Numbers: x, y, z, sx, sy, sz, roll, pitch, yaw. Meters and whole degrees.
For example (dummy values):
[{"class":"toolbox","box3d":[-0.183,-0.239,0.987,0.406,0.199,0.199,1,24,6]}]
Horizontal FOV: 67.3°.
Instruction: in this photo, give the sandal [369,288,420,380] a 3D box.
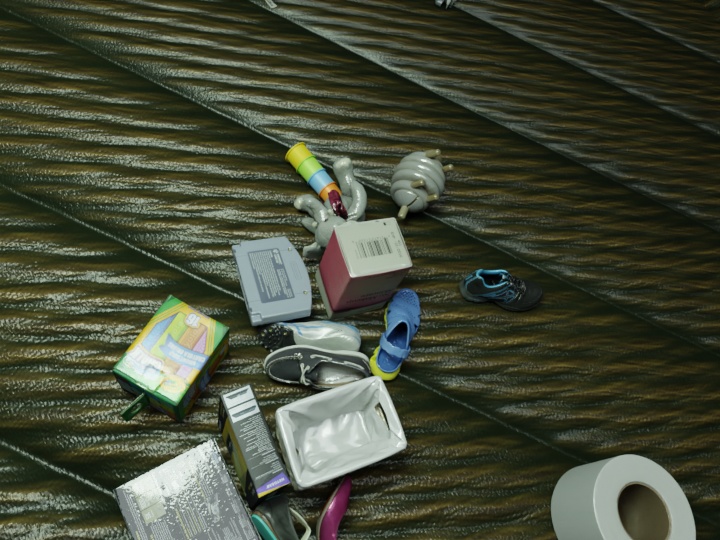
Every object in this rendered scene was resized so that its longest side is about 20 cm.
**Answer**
[{"class":"sandal","box3d":[0.081,0.119,1.087,0.079,0.087,0.201,19,58,-3]}]

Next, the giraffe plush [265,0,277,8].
[{"class":"giraffe plush","box3d":[-0.289,-0.827,1.435,0.200,0.162,0.173,35,59,5]}]

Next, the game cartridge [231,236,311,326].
[{"class":"game cartridge","box3d":[-0.171,0.017,1.074,0.133,0.042,0.201,-6,50,-23]}]

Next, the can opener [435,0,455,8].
[{"class":"can opener","box3d":[0.298,-0.894,1.701,0.066,0.053,0.200,30,59,2]}]

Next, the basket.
[{"class":"basket","box3d":[-0.043,0.287,0.941,0.199,0.123,0.136,-13,67,-22]}]

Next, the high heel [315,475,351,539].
[{"class":"high heel","box3d":[-0.035,0.450,0.892,0.096,0.067,0.201,25,71,3]}]

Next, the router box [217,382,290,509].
[{"class":"router box","box3d":[-0.175,0.285,0.860,0.052,0.200,0.158,-19,69,-24]}]

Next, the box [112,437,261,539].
[{"class":"box","box3d":[-0.263,0.396,0.842,0.163,0.086,0.200,-24,71,-26]}]

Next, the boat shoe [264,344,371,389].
[{"class":"boat shoe","box3d":[-0.079,0.186,0.998,0.199,0.074,0.060,6,19,-6]}]

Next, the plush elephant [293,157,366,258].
[{"class":"plush elephant","box3d":[-0.060,-0.106,1.116,0.201,0.164,0.155,58,23,-3]}]

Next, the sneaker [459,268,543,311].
[{"class":"sneaker","box3d":[0.324,0.040,1.199,0.199,0.082,0.074,5,60,-15]}]

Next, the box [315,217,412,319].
[{"class":"box","box3d":[0.000,0.000,1.059,0.127,0.200,0.109,-11,67,-20]}]

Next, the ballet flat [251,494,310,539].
[{"class":"ballet flat","box3d":[-0.092,0.431,0.818,0.068,0.068,0.201,-29,98,-40]}]

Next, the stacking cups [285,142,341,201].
[{"class":"stacking cups","box3d":[-0.088,-0.199,1.220,0.060,0.061,0.200,-33,76,-28]}]

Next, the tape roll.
[{"class":"tape roll","box3d":[0.475,0.452,0.991,0.202,0.139,0.204,7,62,-13]}]

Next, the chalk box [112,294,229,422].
[{"class":"chalk box","box3d":[-0.328,0.170,0.923,0.124,0.125,0.200,28,60,1]}]

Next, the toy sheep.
[{"class":"toy sheep","box3d":[0.133,-0.201,1.245,0.138,0.138,0.200,31,65,2]}]

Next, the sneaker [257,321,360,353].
[{"class":"sneaker","box3d":[-0.099,0.129,1.050,0.199,0.072,0.073,6,19,-3]}]
